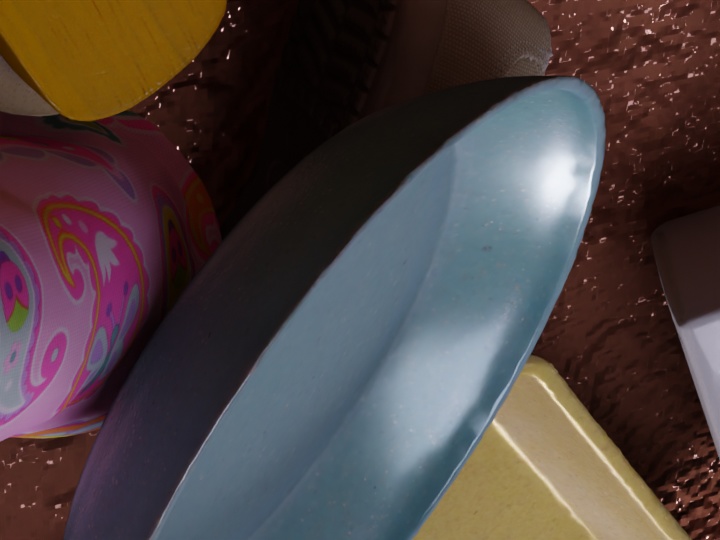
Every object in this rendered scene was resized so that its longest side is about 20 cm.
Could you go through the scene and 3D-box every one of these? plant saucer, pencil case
[{"bbox_3d":[0.008,0.119,0.897,0.200,0.049,0.200,-36,136,5],"label":"plant saucer"},{"bbox_3d":[-0.096,0.004,0.583,0.087,0.087,0.200,-46,170,15],"label":"pencil case"},{"bbox_3d":[-0.012,0.031,0.665,0.200,0.036,0.200,-48,160,-24],"label":"plant saucer"}]

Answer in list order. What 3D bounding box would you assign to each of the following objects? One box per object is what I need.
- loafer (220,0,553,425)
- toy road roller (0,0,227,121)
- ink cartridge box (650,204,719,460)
[{"bbox_3d":[0.000,0.000,0.766,0.068,0.076,0.200,6,125,-26],"label":"loafer"},{"bbox_3d":[-0.071,-0.146,0.567,0.146,0.123,0.200,-37,137,-11],"label":"toy road roller"},{"bbox_3d":[0.189,0.066,0.848,0.146,0.083,0.201,-19,110,7],"label":"ink cartridge box"}]
